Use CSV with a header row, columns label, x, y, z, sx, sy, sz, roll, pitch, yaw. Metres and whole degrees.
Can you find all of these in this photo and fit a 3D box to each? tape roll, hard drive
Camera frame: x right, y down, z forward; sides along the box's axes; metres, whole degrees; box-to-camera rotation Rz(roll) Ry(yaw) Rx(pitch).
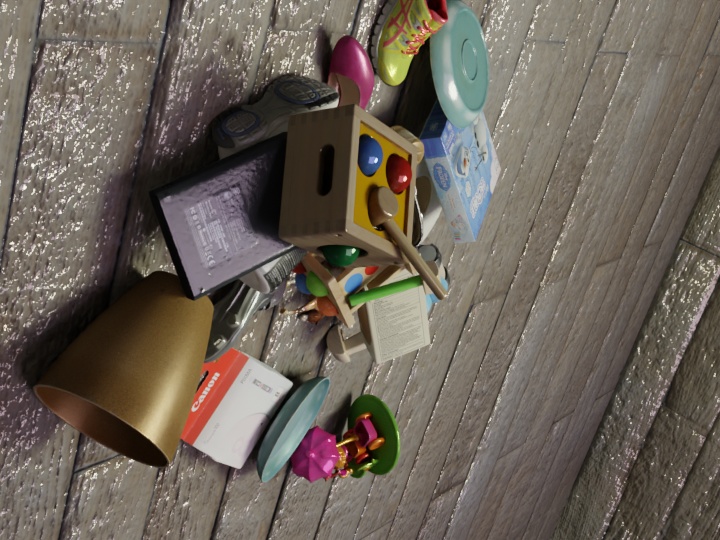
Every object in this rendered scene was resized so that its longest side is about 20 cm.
label,x,y,z,sx,sy,sz,roll,pitch,yaw
tape roll,0.058,-0.117,1.649,0.202,0.070,0.204,-39,145,-34
hard drive,-0.147,-0.069,1.253,0.199,0.033,0.141,-28,112,-28

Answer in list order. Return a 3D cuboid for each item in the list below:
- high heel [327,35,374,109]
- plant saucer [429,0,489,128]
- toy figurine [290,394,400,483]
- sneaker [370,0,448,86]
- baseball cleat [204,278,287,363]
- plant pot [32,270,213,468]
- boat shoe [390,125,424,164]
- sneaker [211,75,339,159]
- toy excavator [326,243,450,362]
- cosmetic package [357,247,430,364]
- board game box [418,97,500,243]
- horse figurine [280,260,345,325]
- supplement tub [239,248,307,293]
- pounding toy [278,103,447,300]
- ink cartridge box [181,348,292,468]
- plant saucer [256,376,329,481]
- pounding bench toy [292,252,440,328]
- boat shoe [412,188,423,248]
label,x,y,z,sx,sy,sz,roll,pitch,yaw
high heel,-0.033,-0.226,1.413,0.096,0.067,0.201,-53,165,-33
plant saucer,0.159,-0.322,1.575,0.200,0.027,0.203,10,78,-61
toy figurine,-0.054,0.331,1.857,0.183,0.151,0.200,-9,150,-38
sneaker,0.079,-0.352,1.449,0.078,0.090,0.202,-20,133,-51
baseball cleat,-0.161,0.055,1.458,0.201,0.069,0.106,-56,150,-6
plant pot,-0.266,0.109,1.256,0.201,0.185,0.187,-61,154,-26
boat shoe,-0.003,-0.153,1.522,0.198,0.069,0.074,-27,143,-13
sneaker,-0.111,-0.189,1.333,0.199,0.074,0.088,-31,148,-28
toy excavator,0.048,0.061,1.747,0.100,0.192,0.202,62,35,-57
cosmetic package,0.046,0.043,1.618,0.104,0.071,0.202,-18,133,-12
board game box,0.165,-0.185,1.647,0.200,0.043,0.201,67,32,-34
horse figurine,-0.058,0.001,1.595,0.132,0.050,0.202,9,110,-54
supplement tub,-0.103,-0.079,1.375,0.200,0.122,0.123,-50,150,-19
pounding toy,0.011,-0.077,1.268,0.184,0.141,0.203,23,66,-54
ink cartridge box,-0.199,0.209,1.561,0.163,0.057,0.200,-57,156,-5
plant saucer,-0.116,0.257,1.693,0.201,0.027,0.200,-56,169,-16
pounding bench toy,0.000,0.000,1.445,0.156,0.200,0.125,-40,145,-12
boat shoe,0.046,-0.115,1.481,0.073,0.060,0.201,-28,130,-15
